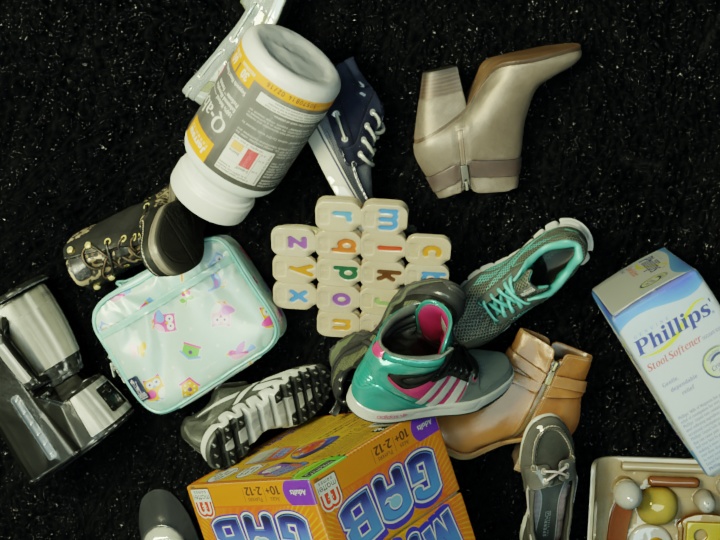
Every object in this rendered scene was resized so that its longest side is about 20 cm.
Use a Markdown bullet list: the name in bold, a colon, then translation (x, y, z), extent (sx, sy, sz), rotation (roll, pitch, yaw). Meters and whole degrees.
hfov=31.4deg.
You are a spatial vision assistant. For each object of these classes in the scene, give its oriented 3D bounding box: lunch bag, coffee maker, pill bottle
- **lunch bag**: translation (-0.200, 0.058, 1.457), extent (0.200, 0.077, 0.161), rotation (-31, 95, 7)
- **coffee maker**: translation (-0.384, 0.133, 1.468), extent (0.192, 0.135, 0.200), rotation (-29, 95, 34)
- **pill bottle**: translation (-0.116, -0.151, 1.358), extent (0.116, 0.116, 0.200), rotation (36, 119, -2)

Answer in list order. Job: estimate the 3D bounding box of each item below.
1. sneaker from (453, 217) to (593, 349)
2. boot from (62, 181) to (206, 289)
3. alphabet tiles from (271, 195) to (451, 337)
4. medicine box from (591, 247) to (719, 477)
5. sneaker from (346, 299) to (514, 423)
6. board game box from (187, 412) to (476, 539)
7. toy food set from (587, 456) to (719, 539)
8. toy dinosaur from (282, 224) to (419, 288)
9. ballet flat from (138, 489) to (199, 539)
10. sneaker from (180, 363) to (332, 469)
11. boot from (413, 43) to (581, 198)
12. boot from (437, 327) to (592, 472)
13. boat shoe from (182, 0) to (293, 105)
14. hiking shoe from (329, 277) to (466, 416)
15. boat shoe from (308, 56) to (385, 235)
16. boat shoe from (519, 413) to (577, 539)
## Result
- **sneaker**: translation (0.173, 0.016, 1.420), extent (0.200, 0.091, 0.078), rotation (-42, 93, 8)
- **boot**: translation (-0.249, -0.025, 1.395), extent (0.150, 0.200, 0.073), rotation (-26, 116, 12)
- **alphabet tiles**: translation (0.000, 0.000, 1.409), extent (0.195, 0.015, 0.201), rotation (3, 132, 2)
- **medicine box**: translation (0.349, 0.091, 1.373), extent (0.103, 0.182, 0.200), rotation (-32, 95, 7)
- **sneaker**: translation (0.086, 0.085, 1.335), extent (0.199, 0.084, 0.121), rotation (-9, 135, -29)
- **board game box**: translation (-0.025, 0.279, 1.376), extent (0.199, 0.200, 0.201), rotation (-12, 99, 45)
- **toy food set**: translation (0.358, 0.291, 1.462), extent (0.199, 0.060, 0.144), rotation (2, 98, 4)
- **toy dinosaur**: translation (0.012, -0.030, 1.449), extent (0.200, 0.047, 0.088), rotation (31, 105, 2)
- **ballet flat**: translation (-0.217, 0.358, 1.505), extent (0.073, 0.073, 0.201), rotation (-13, 97, 5)
- **sneaker**: translation (-0.120, 0.149, 1.439), extent (0.090, 0.200, 0.067), rotation (18, 126, 41)
- **boot**: translation (0.155, -0.162, 1.415), extent (0.199, 0.070, 0.147), rotation (-10, 103, 6)
- **boot**: translation (0.155, 0.139, 1.440), extent (0.199, 0.077, 0.156), rotation (17, 105, -4)
- **boat shoe**: translation (-0.126, -0.267, 1.411), extent (0.065, 0.074, 0.202), rotation (28, 106, -4)
- **hiking shoe**: translation (0.043, 0.090, 1.407), extent (0.076, 0.101, 0.200), rotation (34, 125, -24)
- **boat shoe**: translation (-0.004, -0.140, 1.408), extent (0.092, 0.075, 0.201), rotation (-28, 84, 4)
- **boat shoe**: translation (0.215, 0.253, 1.434), extent (0.067, 0.057, 0.201), rotation (-10, 121, -14)
